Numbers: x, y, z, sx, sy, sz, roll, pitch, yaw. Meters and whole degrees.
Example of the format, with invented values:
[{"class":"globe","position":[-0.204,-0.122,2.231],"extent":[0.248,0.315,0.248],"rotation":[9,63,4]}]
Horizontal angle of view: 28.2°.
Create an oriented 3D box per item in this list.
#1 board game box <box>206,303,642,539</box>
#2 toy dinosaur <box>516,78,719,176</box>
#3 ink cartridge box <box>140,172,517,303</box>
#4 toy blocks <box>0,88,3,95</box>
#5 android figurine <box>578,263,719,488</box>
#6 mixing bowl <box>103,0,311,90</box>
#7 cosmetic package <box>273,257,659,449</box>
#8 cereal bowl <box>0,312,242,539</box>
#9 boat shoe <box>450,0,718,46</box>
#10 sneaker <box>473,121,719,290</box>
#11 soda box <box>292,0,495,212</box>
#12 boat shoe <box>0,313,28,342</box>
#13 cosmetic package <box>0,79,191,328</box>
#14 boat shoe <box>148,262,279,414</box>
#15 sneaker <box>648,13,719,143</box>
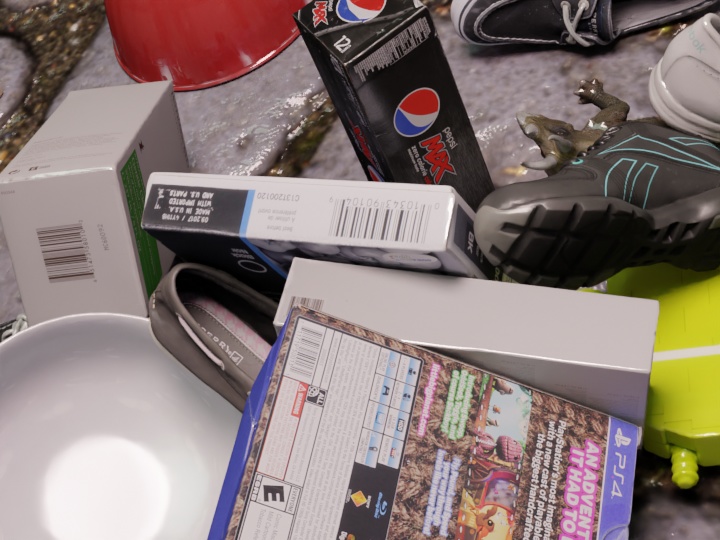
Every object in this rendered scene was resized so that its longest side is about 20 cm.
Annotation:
[{"class":"board game box","position":[0.028,0.135,0.734],"extent":[0.199,0.097,0.160],"rotation":[20,53,-7]},{"class":"toy dinosaur","position":[0.191,-0.078,0.915],"extent":[0.199,0.077,0.103],"rotation":[-1,36,-4]},{"class":"ink cartridge box","position":[0.000,0.000,0.867],"extent":[0.197,0.200,0.044],"rotation":[4,72,27]},{"class":"toy blocks","position":[-0.385,-0.141,1.176],"extent":[0.099,0.137,0.201],"rotation":[12,60,30]},{"class":"android figurine","position":[0.208,0.037,0.840],"extent":[0.181,0.041,0.201],"rotation":[-9,49,16]},{"class":"mixing bowl","position":[-0.138,-0.257,1.181],"extent":[0.199,0.109,0.201],"rotation":[-13,50,15]},{"class":"cosmetic package","position":[0.058,0.044,0.784],"extent":[0.199,0.083,0.051],"rotation":[7,54,11]},{"class":"cereal bowl","position":[-0.158,0.131,0.876],"extent":[0.199,0.083,0.201],"rotation":[4,64,-8]},{"class":"boat shoe","position":[0.164,-0.193,1.027],"extent":[0.199,0.072,0.068],"rotation":[-12,48,6]},{"class":"sneaker","position":[0.142,-0.039,0.811],"extent":[0.199,0.076,0.080],"rotation":[-3,53,-31]},{"class":"soda box","position":[0.028,-0.094,0.915],"extent":[0.063,0.200,0.071],"rotation":[-34,48,-8]},{"class":"boat shoe","position":[-0.212,0.050,0.996],"extent":[0.198,0.068,0.074],"rotation":[-1,53,23]},{"class":"cosmetic package","position":[-0.174,-0.050,0.975],"extent":[0.084,0.108,0.200],"rotation":[-7,24,7]},{"class":"boat shoe","position":[-0.041,0.066,0.854],"extent":[0.199,0.057,0.067],"rotation":[34,60,4]},{"class":"sneaker","position":[0.278,-0.105,0.850],"extent":[0.199,0.089,0.076],"rotation":[10,60,-7]}]
